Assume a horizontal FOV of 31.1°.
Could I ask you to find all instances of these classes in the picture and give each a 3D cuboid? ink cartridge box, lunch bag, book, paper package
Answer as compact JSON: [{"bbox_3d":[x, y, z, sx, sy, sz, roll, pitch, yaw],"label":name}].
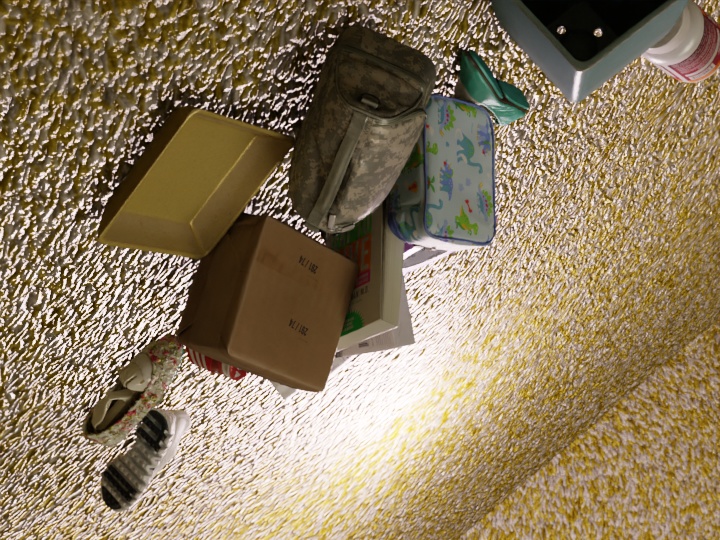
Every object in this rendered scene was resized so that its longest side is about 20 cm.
[{"bbox_3d":[-0.031,0.065,1.852,0.198,0.117,0.068,-10,179,29],"label":"ink cartridge box"},{"bbox_3d":[-0.007,-0.159,1.531,0.168,0.138,0.201,-65,-179,-50],"label":"lunch bag"},{"bbox_3d":[0.114,-0.128,1.743,0.160,0.202,0.082,5,171,-43],"label":"lunch bag"},{"bbox_3d":[0.000,0.000,1.754,0.048,0.202,0.133,24,146,-35],"label":"book"},{"bbox_3d":[-0.115,0.039,1.669,0.199,0.103,0.192,26,77,-46],"label":"paper package"}]

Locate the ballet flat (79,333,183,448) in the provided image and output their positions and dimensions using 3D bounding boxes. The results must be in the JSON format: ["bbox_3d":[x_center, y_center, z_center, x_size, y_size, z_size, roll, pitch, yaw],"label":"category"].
[{"bbox_3d":[-0.314,0.167,1.768,0.064,0.076,0.201,13,120,-50],"label":"ballet flat"}]

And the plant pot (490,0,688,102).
[{"bbox_3d":[0.291,-0.334,1.687,0.195,0.197,0.200,-37,162,-8],"label":"plant pot"}]

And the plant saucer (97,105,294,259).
[{"bbox_3d":[-0.200,-0.110,1.519,0.200,0.049,0.199,-49,153,18],"label":"plant saucer"}]

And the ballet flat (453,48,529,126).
[{"bbox_3d":[0.171,-0.244,1.799,0.070,0.068,0.200,-34,155,19],"label":"ballet flat"}]

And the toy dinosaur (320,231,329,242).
[{"bbox_3d":[-0.023,-0.134,1.703,0.201,0.077,0.102,-59,-167,10],"label":"toy dinosaur"}]

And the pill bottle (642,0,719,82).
[{"bbox_3d":[0.483,-0.361,1.984,0.110,0.110,0.199,-49,153,17],"label":"pill bottle"}]

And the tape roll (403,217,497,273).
[{"bbox_3d":[0.099,-0.060,1.903,0.199,0.066,0.200,-24,171,-4],"label":"tape roll"}]

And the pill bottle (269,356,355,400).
[{"bbox_3d":[-0.061,0.103,1.963,0.199,0.112,0.112,-38,154,-5],"label":"pill bottle"}]

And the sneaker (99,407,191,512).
[{"bbox_3d":[-0.321,0.286,1.947,0.200,0.075,0.081,-52,161,22],"label":"sneaker"}]

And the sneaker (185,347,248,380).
[{"bbox_3d":[-0.179,0.045,1.772,0.201,0.115,0.079,-66,152,-25],"label":"sneaker"}]
